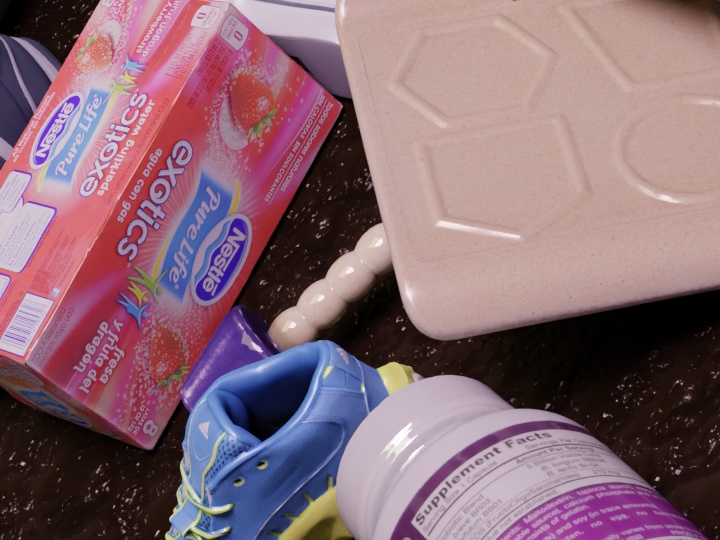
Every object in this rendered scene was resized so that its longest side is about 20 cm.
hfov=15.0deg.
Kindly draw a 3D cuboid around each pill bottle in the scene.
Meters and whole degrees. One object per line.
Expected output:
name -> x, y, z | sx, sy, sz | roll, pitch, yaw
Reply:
pill bottle -> 0.072, 0.122, 1.036 | 0.112, 0.112, 0.200 | -49, 40, 1

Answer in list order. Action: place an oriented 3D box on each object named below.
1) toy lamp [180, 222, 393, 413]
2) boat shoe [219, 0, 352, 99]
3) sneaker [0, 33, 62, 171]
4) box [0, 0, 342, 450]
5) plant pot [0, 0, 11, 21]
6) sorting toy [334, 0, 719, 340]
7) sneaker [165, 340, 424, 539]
toy lamp -> 0.000, 0.000, 1.236 | 0.200, 0.058, 0.058 | -44, 41, 8
boat shoe -> -0.038, -0.134, 1.369 | 0.200, 0.074, 0.065 | 20, 70, 37
sneaker -> -0.188, -0.034, 1.434 | 0.070, 0.108, 0.201 | -12, 83, 33
box -> -0.112, -0.028, 1.328 | 0.102, 0.095, 0.200 | 13, 70, 46
plant pot -> -0.289, -0.140, 1.515 | 0.200, 0.200, 0.196 | 2, 54, 43
sorting toy -> 0.093, -0.062, 1.165 | 0.184, 0.037, 0.200 | -11, 50, -2
sneaker -> -0.060, 0.100, 1.177 | 0.200, 0.105, 0.076 | -44, 41, 7
